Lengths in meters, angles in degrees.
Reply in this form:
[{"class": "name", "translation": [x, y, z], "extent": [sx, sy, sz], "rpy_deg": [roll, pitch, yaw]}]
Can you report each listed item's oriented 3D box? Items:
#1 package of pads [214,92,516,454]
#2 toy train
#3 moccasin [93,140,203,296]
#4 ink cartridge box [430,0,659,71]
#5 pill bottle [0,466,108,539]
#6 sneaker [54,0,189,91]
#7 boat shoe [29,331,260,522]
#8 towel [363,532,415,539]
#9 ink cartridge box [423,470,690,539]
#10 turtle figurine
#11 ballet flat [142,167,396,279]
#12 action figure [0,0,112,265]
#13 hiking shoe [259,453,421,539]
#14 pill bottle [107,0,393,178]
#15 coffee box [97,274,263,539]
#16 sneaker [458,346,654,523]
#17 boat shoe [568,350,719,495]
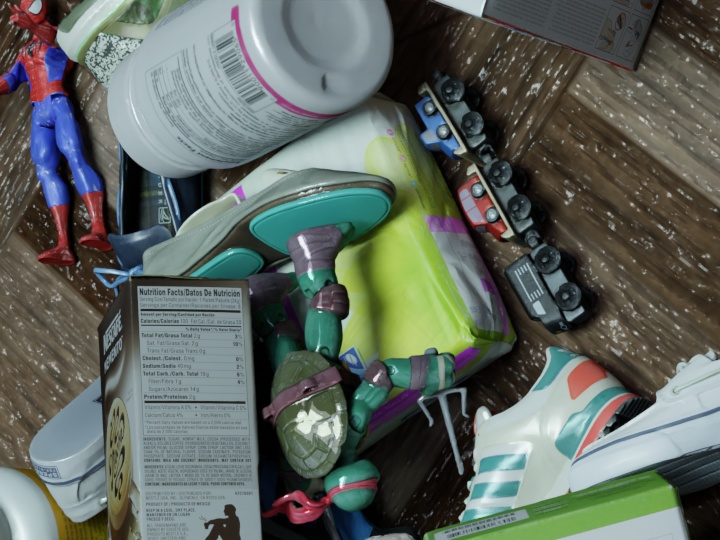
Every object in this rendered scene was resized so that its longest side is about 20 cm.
[{"class": "package of pads", "translation": [0.000, 0.000, 1.626], "extent": [0.154, 0.068, 0.201], "rpy_deg": [-36, 66, 25]}, {"class": "toy train", "translation": [0.087, -0.044, 1.593], "extent": [0.046, 0.034, 0.200], "rpy_deg": [-36, 66, 18]}, {"class": "moccasin", "translation": [-0.150, -0.020, 1.726], "extent": [0.080, 0.068, 0.201], "rpy_deg": [-13, 79, 31]}, {"class": "ink cartridge box", "translation": [0.069, -0.202, 1.528], "extent": [0.175, 0.200, 0.084], "rpy_deg": [25, 98, 33]}, {"class": "pill bottle", "translation": [-0.223, 0.190, 1.668], "extent": [0.112, 0.200, 0.113], "rpy_deg": [-5, 81, 33]}, {"class": "sneaker", "translation": [-0.122, -0.186, 1.740], "extent": [0.200, 0.077, 0.089], "rpy_deg": [-40, 76, 29]}, {"class": "boat shoe", "translation": [-0.134, 0.090, 1.655], "extent": [0.200, 0.066, 0.073], "rpy_deg": [-37, 34, -25]}, {"class": "towel", "translation": [0.011, 0.258, 1.528], "extent": [0.200, 0.032, 0.191], "rpy_deg": [-23, 98, 51]}, {"class": "ink cartridge box", "translation": [0.129, 0.232, 1.407], "extent": [0.147, 0.076, 0.201], "rpy_deg": [-15, 92, 1]}, {"class": "turtle figurine", "translation": [-0.013, 0.080, 1.535], "extent": [0.149, 0.101, 0.201], "rpy_deg": [-30, 68, 26]}, {"class": "ballet flat", "translation": [-0.065, -0.032, 1.597], "extent": [0.200, 0.067, 0.064], "rpy_deg": [-29, 51, 27]}, {"class": "action figure", "translation": [-0.236, -0.112, 1.783], "extent": [0.065, 0.099, 0.201], "rpy_deg": [-20, 71, 30]}, {"class": "hiking shoe", "translation": [-0.032, 0.159, 1.638], "extent": [0.087, 0.074, 0.200], "rpy_deg": [-42, 57, -8]}, {"class": "pill bottle", "translation": [-0.077, -0.132, 1.620], "extent": [0.200, 0.113, 0.114], "rpy_deg": [-22, 71, 52]}, {"class": "coffee box", "translation": [-0.113, 0.114, 1.540], "extent": [0.113, 0.079, 0.201], "rpy_deg": [129, 140, -65]}, {"class": "sneaker", "translation": [0.097, 0.137, 1.549], "extent": [0.093, 0.070, 0.200], "rpy_deg": [44, 105, 37]}, {"class": "boat shoe", "translation": [0.214, 0.081, 1.469], "extent": [0.199, 0.074, 0.067], "rpy_deg": [-19, 63, 9]}]
